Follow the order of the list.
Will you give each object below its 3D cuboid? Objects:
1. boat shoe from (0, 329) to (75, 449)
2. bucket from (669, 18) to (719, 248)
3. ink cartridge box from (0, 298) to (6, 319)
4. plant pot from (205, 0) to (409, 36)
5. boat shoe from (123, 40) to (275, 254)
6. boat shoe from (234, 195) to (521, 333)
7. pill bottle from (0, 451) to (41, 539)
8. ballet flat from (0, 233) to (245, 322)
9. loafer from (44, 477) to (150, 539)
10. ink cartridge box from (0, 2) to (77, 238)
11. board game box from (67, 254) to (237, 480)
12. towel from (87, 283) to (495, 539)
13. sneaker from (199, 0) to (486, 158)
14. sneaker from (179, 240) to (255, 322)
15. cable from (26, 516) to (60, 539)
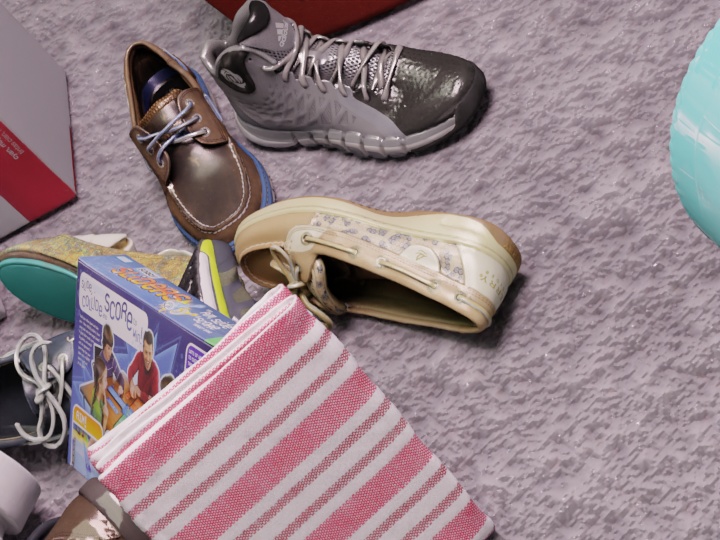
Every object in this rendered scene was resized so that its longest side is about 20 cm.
[{"bbox_3d":[-0.203,0.076,1.464,0.199,0.062,0.075,-13,92,28],"label":"boat shoe"},{"bbox_3d":[0.268,-0.059,1.167,0.207,0.207,0.135,-42,37,-1],"label":"bucket"},{"bbox_3d":[-0.367,0.031,1.567,0.200,0.147,0.083,-31,68,11],"label":"ink cartridge box"},{"bbox_3d":[-0.051,-0.276,1.577,0.176,0.200,0.200,-37,42,21],"label":"plant pot"},{"bbox_3d":[-0.123,-0.085,1.549,0.072,0.072,0.200,-38,43,4],"label":"boat shoe"},{"bbox_3d":[0.000,0.000,1.395,0.199,0.073,0.063,1,55,35],"label":"boat shoe"},{"bbox_3d":[-0.284,0.202,1.408,0.109,0.110,0.200,8,62,39],"label":"pill bottle"},{"bbox_3d":[-0.155,0.007,1.509,0.200,0.071,0.071,13,65,38],"label":"ballet flat"},{"bbox_3d":[-0.110,0.210,1.265,0.071,0.073,0.200,-37,70,-11],"label":"loafer"},{"bbox_3d":[-0.330,-0.097,1.653,0.200,0.145,0.146,-28,45,15],"label":"ink cartridge box"},{"bbox_3d":[-0.116,0.080,1.328,0.200,0.034,0.136,28,117,57],"label":"board game box"},{"bbox_3d":[-0.035,0.123,1.242,0.146,0.200,0.030,-41,23,-1],"label":"towel"},{"bbox_3d":[-0.024,-0.132,1.486,0.199,0.116,0.075,-2,55,34],"label":"sneaker"},{"bbox_3d":[-0.061,0.066,1.368,0.074,0.081,0.200,-60,41,45],"label":"sneaker"},{"bbox_3d":[-0.151,0.217,1.346,0.163,0.051,0.201,1,57,36],"label":"cable"}]
